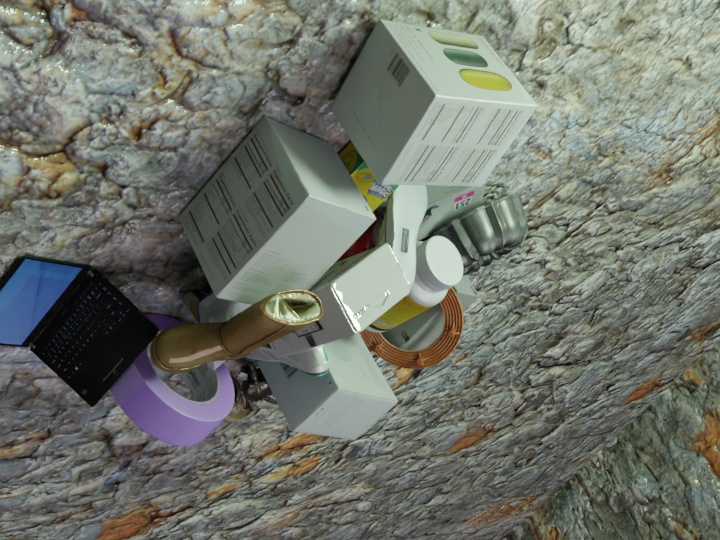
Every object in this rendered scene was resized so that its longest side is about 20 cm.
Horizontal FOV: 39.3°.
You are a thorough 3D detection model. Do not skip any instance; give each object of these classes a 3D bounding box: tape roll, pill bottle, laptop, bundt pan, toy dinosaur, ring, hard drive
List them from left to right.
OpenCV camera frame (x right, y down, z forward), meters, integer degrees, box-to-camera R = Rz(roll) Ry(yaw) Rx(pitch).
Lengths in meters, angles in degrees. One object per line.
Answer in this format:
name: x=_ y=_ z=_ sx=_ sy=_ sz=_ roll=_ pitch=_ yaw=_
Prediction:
laptop: x=-0.415 y=0.089 z=1.393 sx=0.177 sy=0.200 sz=0.103 roll=-44 pitch=-175 yaw=23
tape roll: x=-0.288 y=0.165 z=1.532 sx=0.066 sy=0.202 sz=0.199 roll=-43 pitch=149 yaw=22
hard drive: x=-0.167 y=0.047 z=1.552 sx=0.199 sy=0.025 sz=0.134 roll=-40 pitch=145 yaw=-36
toy dinosaur: x=-0.156 y=0.206 z=1.810 sx=0.077 sy=0.103 sz=0.199 roll=-40 pitch=139 yaw=18
pill bottle: x=0.076 y=0.020 z=1.682 sx=0.111 sy=0.115 sz=0.199 roll=-2 pitch=160 yaw=-42
ring: x=0.087 y=0.087 z=1.809 sx=0.201 sy=0.200 sz=0.019 roll=-46 pitch=-176 yaw=24
bundt pan: x=0.207 y=-0.051 z=1.753 sx=0.199 sy=0.077 sz=0.202 roll=-25 pitch=170 yaw=-5

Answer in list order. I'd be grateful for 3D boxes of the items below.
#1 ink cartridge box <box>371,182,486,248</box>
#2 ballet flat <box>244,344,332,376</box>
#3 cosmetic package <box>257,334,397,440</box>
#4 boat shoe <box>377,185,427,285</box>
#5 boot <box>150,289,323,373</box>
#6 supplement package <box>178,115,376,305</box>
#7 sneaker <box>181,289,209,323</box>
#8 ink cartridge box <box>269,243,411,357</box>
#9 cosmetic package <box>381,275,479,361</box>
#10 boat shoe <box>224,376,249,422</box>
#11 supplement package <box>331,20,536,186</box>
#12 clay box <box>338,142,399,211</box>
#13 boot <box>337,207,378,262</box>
ink cartridge box: x=0.112 y=-0.076 z=1.720 sx=0.197 sy=0.044 sz=0.175 roll=-22 pitch=148 yaw=-18
ballet flat: x=-0.128 y=0.119 z=1.642 sx=0.069 sy=0.197 sz=0.071 roll=-17 pitch=112 yaw=-50
cosmetic package: x=-0.067 y=0.174 z=1.759 sx=0.123 sy=0.201 sz=0.199 roll=-42 pitch=149 yaw=18
boat shoe: x=0.055 y=-0.063 z=1.581 sx=0.070 sy=0.205 sz=0.069 roll=14 pitch=166 yaw=-35
boot: x=-0.173 y=0.078 z=1.378 sx=0.173 sy=0.067 sz=0.199 roll=-10 pitch=169 yaw=-39
supplement package: x=-0.116 y=-0.073 z=1.392 sx=0.200 sy=0.152 sz=0.151 roll=-45 pitch=148 yaw=22
sneaker: x=-0.214 y=0.058 z=1.588 sx=0.087 sy=0.076 sz=0.200 roll=-39 pitch=160 yaw=-1
ink cartridge box: x=-0.043 y=0.046 z=1.515 sx=0.198 sy=0.085 sz=0.145 roll=-21 pitch=-169 yaw=47
cosmetic package: x=0.113 y=0.068 z=1.872 sx=0.089 sy=0.108 sz=0.201 roll=7 pitch=131 yaw=-50
boat shoe: x=-0.240 y=0.208 z=1.779 sx=0.062 sy=0.074 sz=0.201 roll=-30 pitch=144 yaw=6
supplement package: x=0.098 y=-0.221 z=1.360 sx=0.197 sy=0.153 sz=0.152 roll=-3 pitch=140 yaw=-41
clay box: x=-0.026 y=-0.110 z=1.520 sx=0.200 sy=0.048 sz=0.114 roll=-44 pitch=149 yaw=12
boot: x=0.000 y=0.000 z=1.622 sx=0.071 sy=0.145 sz=0.202 roll=-6 pitch=140 yaw=-35
